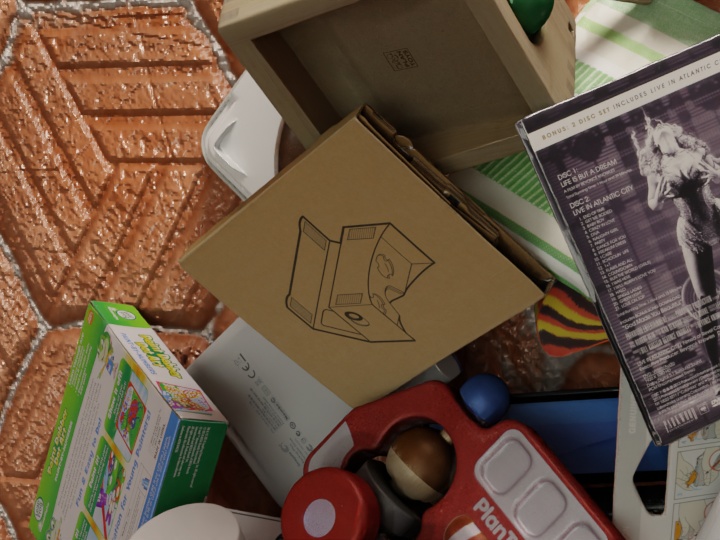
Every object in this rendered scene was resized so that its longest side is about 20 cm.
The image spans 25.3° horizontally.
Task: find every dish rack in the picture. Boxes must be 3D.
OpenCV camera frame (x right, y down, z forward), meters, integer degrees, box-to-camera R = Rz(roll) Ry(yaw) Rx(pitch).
[{"bbox_3d":[-0.016,-0.084,1.140,0.200,0.043,0.172,44,112,12],"label":"dish rack"}]

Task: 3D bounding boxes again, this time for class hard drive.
[{"bbox_3d":[-0.032,0.072,1.152,0.132,0.025,0.200,52,128,6],"label":"hard drive"}]

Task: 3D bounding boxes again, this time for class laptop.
[{"bbox_3d":[0.139,0.179,1.078,0.176,0.103,0.202,-5,88,25],"label":"laptop"}]

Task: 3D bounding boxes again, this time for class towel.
[{"bbox_3d":[0.160,-0.086,1.005,0.152,0.023,0.200,34,80,33],"label":"towel"}]

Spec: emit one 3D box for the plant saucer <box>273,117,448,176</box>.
[{"bbox_3d":[0.042,-0.071,1.070,0.198,0.034,0.202,-1,81,8],"label":"plant saucer"}]

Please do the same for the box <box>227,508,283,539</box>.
[{"bbox_3d":[-0.030,0.246,1.166,0.198,0.060,0.118,6,125,23],"label":"box"}]

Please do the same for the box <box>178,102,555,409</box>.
[{"bbox_3d":[0.000,0.000,1.010,0.163,0.021,0.200,41,135,-14],"label":"box"}]

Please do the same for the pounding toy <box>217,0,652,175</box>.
[{"bbox_3d":[0.054,-0.157,0.966,0.198,0.143,0.184,-16,135,25],"label":"pounding toy"}]

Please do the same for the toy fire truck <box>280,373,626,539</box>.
[{"bbox_3d":[0.056,0.158,1.018,0.168,0.112,0.200,-45,56,11],"label":"toy fire truck"}]

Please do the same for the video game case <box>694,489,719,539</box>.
[{"bbox_3d":[0.308,0.109,0.953,0.023,0.198,0.184,53,130,52],"label":"video game case"}]

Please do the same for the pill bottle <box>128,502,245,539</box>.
[{"bbox_3d":[-0.093,0.262,1.095,0.110,0.112,0.201,-2,122,23],"label":"pill bottle"}]

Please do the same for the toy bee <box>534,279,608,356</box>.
[{"bbox_3d":[0.202,-0.016,1.021,0.198,0.131,0.110,-17,110,-13],"label":"toy bee"}]

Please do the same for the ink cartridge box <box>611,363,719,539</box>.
[{"bbox_3d":[0.233,0.109,0.988,0.172,0.044,0.202,-5,116,-8],"label":"ink cartridge box"}]

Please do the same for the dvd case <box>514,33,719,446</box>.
[{"bbox_3d":[0.194,-0.021,0.919,0.148,0.016,0.201,-23,88,-10],"label":"dvd case"}]

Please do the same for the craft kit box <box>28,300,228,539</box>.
[{"bbox_3d":[-0.178,0.154,1.188,0.197,0.048,0.202,39,116,51],"label":"craft kit box"}]
